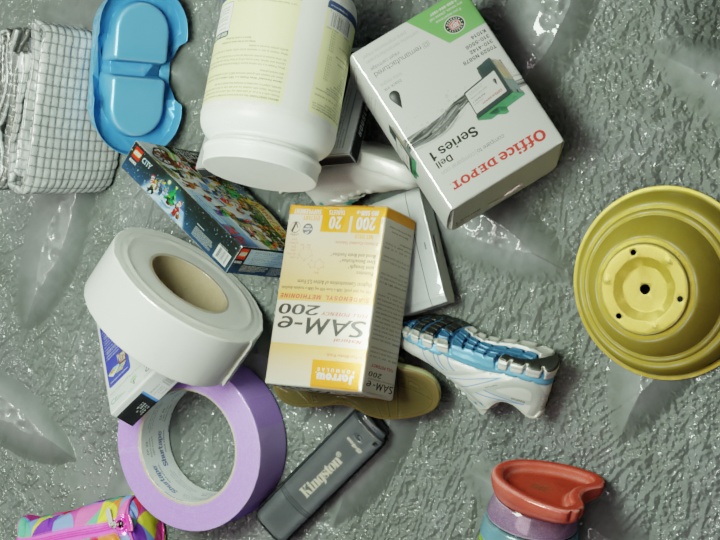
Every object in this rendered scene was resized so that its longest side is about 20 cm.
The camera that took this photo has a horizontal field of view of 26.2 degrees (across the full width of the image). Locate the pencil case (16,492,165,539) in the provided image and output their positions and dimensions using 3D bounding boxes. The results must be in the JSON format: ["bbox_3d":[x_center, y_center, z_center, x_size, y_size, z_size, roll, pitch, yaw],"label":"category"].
[{"bbox_3d":[-0.335,0.325,1.910,0.199,0.088,0.089,-18,86,28],"label":"pencil case"}]

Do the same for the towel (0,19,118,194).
[{"bbox_3d":[-0.365,-0.193,1.840,0.085,0.165,0.202,12,99,31],"label":"towel"}]

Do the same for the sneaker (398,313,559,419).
[{"bbox_3d":[0.117,0.109,1.674,0.199,0.075,0.087,19,119,30],"label":"sneaker"}]

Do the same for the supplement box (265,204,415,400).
[{"bbox_3d":[-0.022,0.033,1.676,0.125,0.073,0.202,2,80,30],"label":"supplement box"}]

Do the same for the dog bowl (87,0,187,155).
[{"bbox_3d":[-0.267,-0.237,1.820,0.049,0.111,0.202,18,105,59],"label":"dog bowl"}]

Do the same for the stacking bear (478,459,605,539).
[{"bbox_3d":[0.178,0.313,1.640,0.113,0.121,0.202,15,108,23],"label":"stacking bear"}]

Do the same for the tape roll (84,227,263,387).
[{"bbox_3d":[-0.210,0.041,1.759,0.202,0.202,0.071,42,110,18],"label":"tape roll"}]

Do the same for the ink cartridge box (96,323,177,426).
[{"bbox_3d":[-0.264,0.083,1.840,0.099,0.039,0.201,-44,37,18],"label":"ink cartridge box"}]

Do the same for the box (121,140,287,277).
[{"bbox_3d":[-0.160,-0.067,1.742,0.200,0.136,0.038,43,110,28],"label":"box"}]

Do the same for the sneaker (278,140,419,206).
[{"bbox_3d":[-0.012,-0.100,1.724,0.199,0.075,0.089,15,102,35],"label":"sneaker"}]

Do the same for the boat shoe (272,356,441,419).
[{"bbox_3d":[0.000,0.121,1.741,0.199,0.063,0.074,-1,115,24],"label":"boat shoe"}]

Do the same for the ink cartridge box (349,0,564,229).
[{"bbox_3d":[0.101,-0.167,1.620,0.146,0.084,0.201,-32,78,-6],"label":"ink cartridge box"}]

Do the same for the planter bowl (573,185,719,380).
[{"bbox_3d":[0.297,0.016,1.566,0.199,0.083,0.202,2,95,27],"label":"planter bowl"}]

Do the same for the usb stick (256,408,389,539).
[{"bbox_3d":[-0.045,0.236,1.784,0.200,0.033,0.056,-47,74,22],"label":"usb stick"}]

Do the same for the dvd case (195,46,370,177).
[{"bbox_3d":[-0.080,-0.177,1.730,0.199,0.025,0.151,-3,57,27],"label":"dvd case"}]

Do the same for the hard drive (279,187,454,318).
[{"bbox_3d":[0.000,0.000,1.739,0.199,0.027,0.133,-19,78,27],"label":"hard drive"}]

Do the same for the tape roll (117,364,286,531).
[{"bbox_3d":[-0.189,0.204,1.837,0.199,0.066,0.202,2,94,27],"label":"tape roll"}]

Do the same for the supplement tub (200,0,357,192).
[{"bbox_3d":[-0.088,-0.196,1.619,0.144,0.145,0.202,5,78,26],"label":"supplement tub"}]
